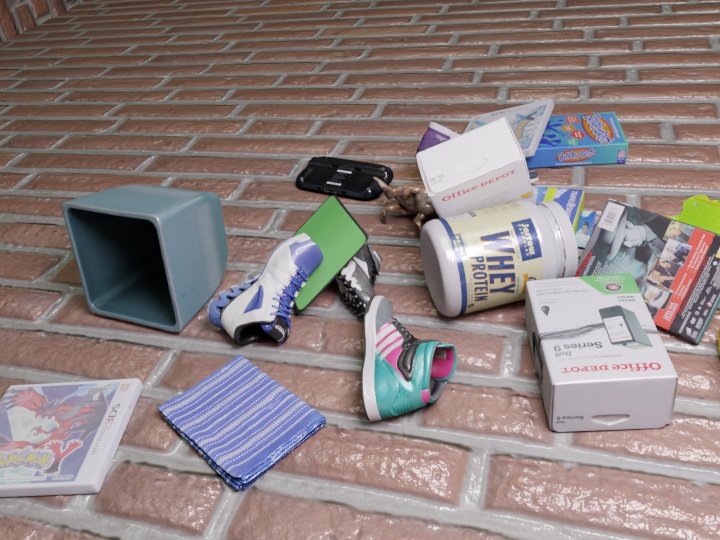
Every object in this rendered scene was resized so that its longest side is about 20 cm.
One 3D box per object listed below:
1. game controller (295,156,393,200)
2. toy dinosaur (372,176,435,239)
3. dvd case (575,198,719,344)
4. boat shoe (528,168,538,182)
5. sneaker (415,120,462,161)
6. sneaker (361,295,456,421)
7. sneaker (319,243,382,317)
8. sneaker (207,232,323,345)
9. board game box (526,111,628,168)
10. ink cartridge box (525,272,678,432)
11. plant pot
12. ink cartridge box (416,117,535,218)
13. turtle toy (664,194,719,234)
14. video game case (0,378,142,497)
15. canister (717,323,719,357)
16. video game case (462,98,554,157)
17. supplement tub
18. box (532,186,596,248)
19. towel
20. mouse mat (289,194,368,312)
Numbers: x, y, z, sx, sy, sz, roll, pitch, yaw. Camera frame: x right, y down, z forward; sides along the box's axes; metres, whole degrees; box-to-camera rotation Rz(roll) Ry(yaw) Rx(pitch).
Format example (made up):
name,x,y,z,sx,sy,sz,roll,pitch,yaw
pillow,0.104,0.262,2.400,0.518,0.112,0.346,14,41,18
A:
name,x,y,z,sx,sy,sz,roll,pitch,yaw
game controller,-0.035,-0.188,1.398,0.199,0.042,0.105,13,55,29
toy dinosaur,0.116,-0.132,1.242,0.135,0.086,0.200,-30,35,-29
dvd case,0.408,-0.005,0.965,0.200,0.147,0.022,28,6,40
boat shoe,0.232,-0.183,1.290,0.199,0.062,0.075,-2,3,15
sneaker,0.185,-0.190,1.234,0.200,0.076,0.088,35,97,37
sneaker,0.066,0.105,0.913,0.120,0.084,0.201,-8,43,10
sneaker,0.000,0.000,1.092,0.090,0.067,0.200,-21,35,-12
sneaker,-0.125,0.047,1.036,0.199,0.081,0.115,-39,51,-6
board game box,0.423,-0.265,1.390,0.199,0.045,0.152,-2,36,9
ink cartridge box,0.297,0.099,0.873,0.145,0.084,0.200,-5,36,6
plant pot,-0.327,-0.046,1.133,0.195,0.197,0.200,9,29,24
ink cartridge box,0.185,-0.124,1.063,0.147,0.200,0.086,-21,59,10
turtle toy,0.515,-0.048,1.013,0.145,0.101,0.200,-23,29,28
video game case,-0.413,0.218,0.915,0.199,0.023,0.183,-5,35,6
canister,0.543,0.107,0.808,0.199,0.087,0.149,1,36,16
video game case,0.286,-0.278,1.402,0.182,0.022,0.200,-6,37,34
supplement tub,0.199,-0.022,1.010,0.199,0.146,0.145,-13,35,-6
box,0.297,-0.096,1.180,0.199,0.048,0.122,7,39,23
towel,-0.158,0.189,0.900,0.145,0.024,0.200,-33,42,-31
mouse mat,-0.070,-0.034,1.119,0.161,0.008,0.200,-47,33,8
